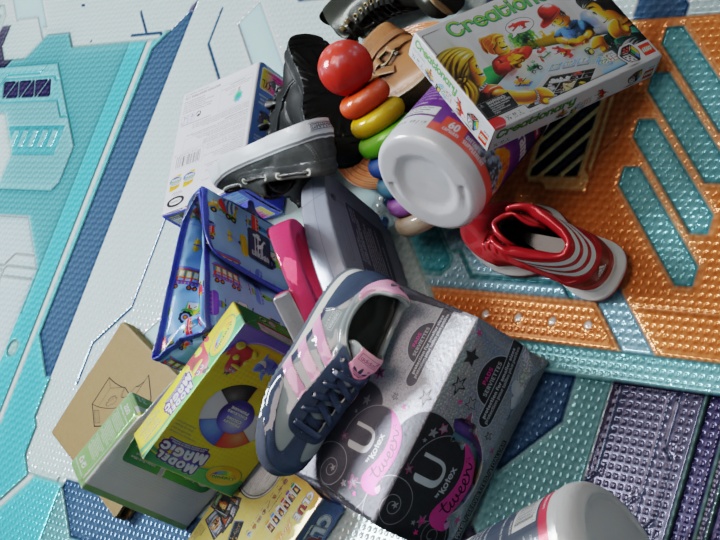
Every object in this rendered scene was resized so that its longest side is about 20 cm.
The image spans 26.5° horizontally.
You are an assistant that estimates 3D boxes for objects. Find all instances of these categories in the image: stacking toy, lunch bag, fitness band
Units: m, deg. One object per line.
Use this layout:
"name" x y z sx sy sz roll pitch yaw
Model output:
"stacking toy" 0.026 -0.137 1.495 0.085 0.201 0.085 -31 10 6
"lunch bag" -0.124 0.017 1.591 0.094 0.150 0.201 -29 47 39
"fitness band" -0.036 0.046 1.459 0.037 0.201 0.144 -23 13 11

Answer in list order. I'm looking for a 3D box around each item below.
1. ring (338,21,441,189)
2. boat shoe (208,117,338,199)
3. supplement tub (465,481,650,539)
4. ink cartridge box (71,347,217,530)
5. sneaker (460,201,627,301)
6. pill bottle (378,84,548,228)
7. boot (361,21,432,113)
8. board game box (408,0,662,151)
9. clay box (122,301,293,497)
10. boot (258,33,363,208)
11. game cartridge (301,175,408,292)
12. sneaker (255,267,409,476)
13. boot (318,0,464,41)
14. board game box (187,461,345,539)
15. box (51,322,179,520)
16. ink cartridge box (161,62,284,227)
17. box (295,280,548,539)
"ring" 0.048 -0.176 1.637 0.200 0.019 0.201 -24 53 35
"boat shoe" -0.090 -0.101 1.531 0.200 0.068 0.057 -18 88 55
"supplement tub" 0.128 0.266 1.193 0.200 0.140 0.141 -34 46 27
"ink cartridge box" -0.178 0.164 1.564 0.200 0.145 0.048 -49 39 11
"sneaker" 0.141 -0.041 1.384 0.199 0.115 0.079 17 79 49
"pill bottle" 0.113 -0.143 1.440 0.111 0.112 0.200 0 41 45
"boot" 0.067 -0.220 1.585 0.200 0.076 0.155 -54 37 18
"board game box" 0.160 -0.197 1.396 0.126 0.199 0.035 53 153 23
"clay box" -0.133 0.139 1.498 0.200 0.115 0.048 -54 34 12
"boot" -0.052 -0.135 1.622 0.163 0.073 0.199 107 150 -44
"game cartridge" 0.000 0.000 1.491 0.041 0.133 0.201 -30 47 16
"sneaker" -0.024 0.090 1.330 0.082 0.070 0.201 11 74 56
"boot" 0.031 -0.287 1.680 0.138 0.077 0.200 -46 28 12
"board game box" -0.113 0.278 1.515 0.201 0.035 0.135 -56 40 4
"box" -0.269 0.168 1.751 0.164 0.021 0.200 -57 40 3
"ink cartridge box" -0.152 -0.122 1.764 0.136 0.076 0.201 -17 54 40
"box" 0.053 0.132 1.371 0.132 0.115 0.201 22 84 50
